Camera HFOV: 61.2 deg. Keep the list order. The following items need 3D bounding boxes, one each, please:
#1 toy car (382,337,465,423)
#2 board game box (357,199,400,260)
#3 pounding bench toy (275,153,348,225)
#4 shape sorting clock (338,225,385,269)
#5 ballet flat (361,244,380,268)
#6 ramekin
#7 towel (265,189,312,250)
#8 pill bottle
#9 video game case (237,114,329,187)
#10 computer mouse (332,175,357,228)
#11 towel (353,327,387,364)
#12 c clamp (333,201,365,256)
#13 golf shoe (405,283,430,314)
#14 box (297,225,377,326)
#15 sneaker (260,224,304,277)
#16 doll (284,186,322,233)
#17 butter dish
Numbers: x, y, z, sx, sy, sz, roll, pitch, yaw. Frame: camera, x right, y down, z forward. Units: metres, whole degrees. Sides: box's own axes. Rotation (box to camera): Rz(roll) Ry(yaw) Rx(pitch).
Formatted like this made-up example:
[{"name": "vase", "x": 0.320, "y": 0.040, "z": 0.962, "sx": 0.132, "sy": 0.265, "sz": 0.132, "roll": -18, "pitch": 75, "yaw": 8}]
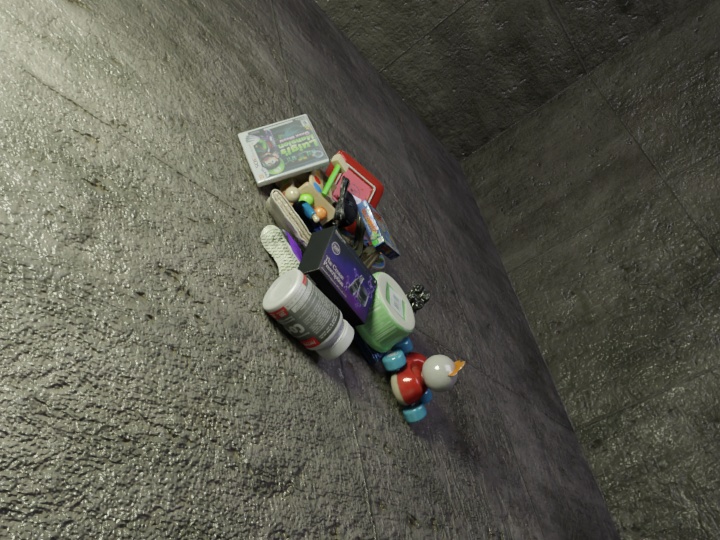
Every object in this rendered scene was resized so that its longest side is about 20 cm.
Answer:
[{"name": "toy car", "x": 0.188, "y": 0.269, "z": 1.601, "sx": 0.186, "sy": 0.198, "sz": 0.177, "roll": 68, "pitch": 21, "yaw": -9}, {"name": "board game box", "x": 0.053, "y": -0.113, "z": 1.762, "sx": 0.137, "sy": 0.034, "sz": 0.200, "roll": 66, "pitch": 11, "yaw": 15}, {"name": "pounding bench toy", "x": -0.119, "y": -0.210, "z": 1.623, "sx": 0.124, "sy": 0.199, "sz": 0.157, "roll": 42, "pitch": 26, "yaw": -32}, {"name": "shape sorting clock", "x": -0.005, "y": -0.074, "z": 1.842, "sx": 0.199, "sy": 0.039, "sz": 0.200, "roll": 36, "pitch": 16, "yaw": -12}, {"name": "ballet flat", "x": 0.000, "y": 0.000, "z": 1.709, "sx": 0.200, "sy": 0.067, "sz": 0.047, "roll": -51, "pitch": 130, "yaw": -39}, {"name": "ramekin", "x": 0.057, "y": 0.102, "z": 1.591, "sx": 0.200, "sy": 0.097, "sz": 0.201, "roll": 46, "pitch": 25, "yaw": -28}, {"name": "towel", "x": -0.169, "y": -0.103, "z": 1.518, "sx": 0.201, "sy": 0.034, "sz": 0.132, "roll": 54, "pitch": -18, "yaw": -4}, {"name": "pill bottle", "x": -0.111, "y": 0.103, "z": 1.350, "sx": 0.200, "sy": 0.113, "sz": 0.115, "roll": 46, "pitch": 25, "yaw": -26}, {"name": "video game case", "x": -0.204, "y": -0.320, "z": 1.606, "sx": 0.023, "sy": 0.198, "sz": 0.183, "roll": 92, "pitch": -24, "yaw": -59}, {"name": "computer mouse", "x": -0.037, "y": -0.145, "z": 1.620, "sx": 0.200, "sy": 0.045, "sz": 0.142, "roll": 88, "pitch": 12, "yaw": -67}, {"name": "towel", "x": 0.006, "y": 0.146, "z": 1.624, "sx": 0.201, "sy": 0.048, "sz": 0.112, "roll": 58, "pitch": 22, "yaw": 0}, {"name": "c clamp", "x": -0.052, "y": -0.118, "z": 1.728, "sx": 0.170, "sy": 0.027, "sz": 0.202, "roll": 28, "pitch": 59, "yaw": -30}, {"name": "golf shoe", "x": 0.115, "y": 0.122, "z": 1.750, "sx": 0.078, "sy": 0.199, "sz": 0.095, "roll": 55, "pitch": -12, "yaw": 5}, {"name": "box", "x": -0.053, "y": 0.018, "z": 1.440, "sx": 0.200, "sy": 0.078, "sz": 0.142, "roll": 51, "pitch": 38, "yaw": -33}, {"name": "sneaker", "x": -0.159, "y": -0.017, "z": 1.463, "sx": 0.202, "sy": 0.069, "sz": 0.099, "roll": 65, "pitch": 20, "yaw": 13}, {"name": "doll", "x": -0.132, "y": -0.120, "z": 1.530, "sx": 0.048, "sy": 0.136, "sz": 0.201, "roll": -44, "pitch": 117, "yaw": -25}, {"name": "butter dish", "x": -0.060, "y": -0.224, "z": 1.853, "sx": 0.199, "sy": 0.147, "sz": 0.201, "roll": 36, "pitch": 68, "yaw": -26}]
